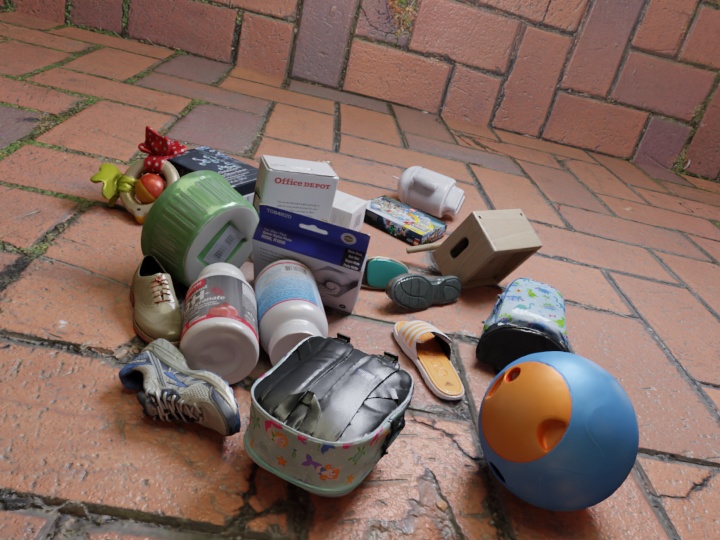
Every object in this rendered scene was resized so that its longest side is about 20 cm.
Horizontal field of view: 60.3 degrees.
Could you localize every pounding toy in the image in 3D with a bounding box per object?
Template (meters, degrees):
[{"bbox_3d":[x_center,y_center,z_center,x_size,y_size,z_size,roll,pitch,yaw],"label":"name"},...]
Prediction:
[{"bbox_3d":[0.242,-0.049,1.350,0.183,0.200,0.143,-7,61,-37],"label":"pounding toy"}]

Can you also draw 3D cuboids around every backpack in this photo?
[{"bbox_3d":[-0.045,0.182,0.760,0.177,0.151,0.200,21,19,18],"label":"backpack"},{"bbox_3d":[0.307,0.102,1.141,0.162,0.155,0.200,15,13,15],"label":"backpack"}]

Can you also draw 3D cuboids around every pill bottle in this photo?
[{"bbox_3d":[-0.212,0.071,0.937,0.110,0.111,0.200,7,27,-15],"label":"pill bottle"},{"bbox_3d":[-0.111,0.074,0.985,0.108,0.109,0.200,7,27,-16],"label":"pill bottle"}]

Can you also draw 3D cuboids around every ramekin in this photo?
[{"bbox_3d":[-0.270,-0.063,1.080,0.098,0.201,0.200,35,32,21],"label":"ramekin"}]

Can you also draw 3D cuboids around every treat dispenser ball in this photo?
[{"bbox_3d":[0.255,0.207,0.812,0.200,0.202,0.201,12,26,-6],"label":"treat dispenser ball"}]

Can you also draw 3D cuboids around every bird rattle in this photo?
[{"bbox_3d":[-0.436,-0.186,1.283,0.200,0.113,0.163,-33,74,-10],"label":"bird rattle"}]

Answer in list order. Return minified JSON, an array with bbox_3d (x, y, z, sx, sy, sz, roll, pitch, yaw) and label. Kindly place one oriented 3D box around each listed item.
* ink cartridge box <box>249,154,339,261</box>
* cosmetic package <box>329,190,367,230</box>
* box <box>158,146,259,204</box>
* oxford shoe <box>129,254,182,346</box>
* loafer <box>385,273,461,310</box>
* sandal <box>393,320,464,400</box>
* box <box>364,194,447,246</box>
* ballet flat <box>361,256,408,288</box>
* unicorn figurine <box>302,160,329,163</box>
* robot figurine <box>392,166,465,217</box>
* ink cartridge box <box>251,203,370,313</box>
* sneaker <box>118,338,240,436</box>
[{"bbox_3d":[-0.140,-0.119,1.245,0.144,0.201,0.084,3,29,-23],"label":"ink cartridge box"},{"bbox_3d":[-0.098,-0.148,1.462,0.199,0.082,0.113,21,26,14],"label":"cosmetic package"},{"bbox_3d":[-0.327,-0.188,1.388,0.199,0.108,0.148,24,28,19],"label":"box"},{"bbox_3d":[-0.321,0.046,0.967,0.070,0.075,0.200,-5,32,-34],"label":"oxford shoe"},{"bbox_3d":[0.118,0.038,1.243,0.199,0.072,0.063,0,9,-41],"label":"loafer"},{"bbox_3d":[0.125,0.133,1.050,0.079,0.059,0.207,2,29,-25],"label":"sandal"},{"bbox_3d":[0.103,-0.127,1.572,0.199,0.038,0.136,28,29,25],"label":"box"},{"bbox_3d":[0.000,0.000,1.247,0.199,0.070,0.070,2,29,-25],"label":"ballet flat"},{"bbox_3d":[-0.133,-0.157,1.335,0.199,0.138,0.074,-22,38,-29],"label":"unicorn figurine"},{"bbox_3d":[0.186,-0.218,1.709,0.199,0.113,0.170,24,-11,16],"label":"robot figurine"},{"bbox_3d":[-0.091,-0.015,1.081,0.199,0.200,0.041,16,55,4],"label":"ink cartridge box"},{"bbox_3d":[-0.236,0.167,0.798,0.199,0.077,0.085,23,36,32],"label":"sneaker"}]
